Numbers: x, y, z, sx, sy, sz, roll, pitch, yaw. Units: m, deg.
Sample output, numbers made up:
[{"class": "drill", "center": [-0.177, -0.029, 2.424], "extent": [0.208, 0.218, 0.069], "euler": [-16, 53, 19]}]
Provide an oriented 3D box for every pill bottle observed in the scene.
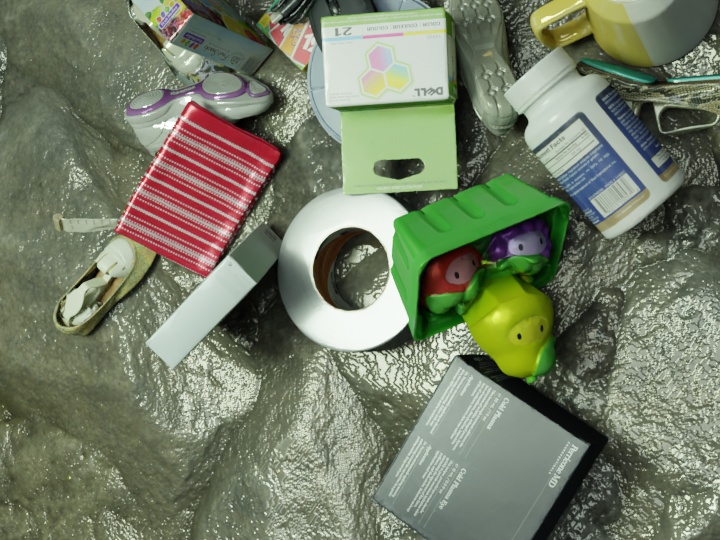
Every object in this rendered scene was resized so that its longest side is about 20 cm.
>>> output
[{"class": "pill bottle", "center": [0.252, -0.143, 1.270], "extent": [0.111, 0.111, 0.200], "euler": [-40, 89, 16]}]

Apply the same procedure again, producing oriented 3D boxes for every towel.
[{"class": "towel", "center": [-0.207, -0.102, 1.490], "extent": [0.144, 0.022, 0.201], "euler": [29, 99, -20]}]

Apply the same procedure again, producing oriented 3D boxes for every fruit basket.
[{"class": "fruit basket", "center": [0.150, 0.016, 1.278], "extent": [0.214, 0.156, 0.216], "euler": [1, 48, -1]}]

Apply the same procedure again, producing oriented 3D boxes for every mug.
[{"class": "mug", "center": [0.296, -0.298, 1.264], "extent": [0.149, 0.153, 0.187], "euler": [40, 102, 20]}]

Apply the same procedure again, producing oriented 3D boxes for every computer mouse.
[{"class": "computer mouse", "center": [-0.021, -0.292, 1.415], "extent": [0.138, 0.053, 0.201], "euler": [-37, 76, 16]}]

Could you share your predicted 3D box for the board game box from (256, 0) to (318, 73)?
[{"class": "board game box", "center": [-0.038, -0.361, 1.482], "extent": [0.096, 0.030, 0.200], "euler": [46, 102, 18]}]

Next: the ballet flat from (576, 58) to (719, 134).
[{"class": "ballet flat", "center": [0.334, -0.191, 1.293], "extent": [0.199, 0.068, 0.076], "euler": [10, 106, 21]}]

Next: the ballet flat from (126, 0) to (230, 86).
[{"class": "ballet flat", "center": [-0.252, -0.310, 1.547], "extent": [0.072, 0.072, 0.200], "euler": [-45, 71, 14]}]

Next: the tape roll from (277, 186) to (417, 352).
[{"class": "tape roll", "center": [0.000, 0.000, 1.419], "extent": [0.199, 0.066, 0.202], "euler": [-2, 85, 23]}]

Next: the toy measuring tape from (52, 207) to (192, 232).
[{"class": "toy measuring tape", "center": [-0.303, -0.084, 1.532], "extent": [0.199, 0.074, 0.074], "euler": [-1, 85, -6]}]

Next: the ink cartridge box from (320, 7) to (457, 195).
[{"class": "ink cartridge box", "center": [0.037, -0.192, 1.336], "extent": [0.147, 0.076, 0.201], "euler": [-3, 92, 11]}]

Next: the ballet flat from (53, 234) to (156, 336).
[{"class": "ballet flat", "center": [-0.347, 0.011, 1.567], "extent": [0.071, 0.071, 0.200], "euler": [46, 104, 19]}]

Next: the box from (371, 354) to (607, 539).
[{"class": "box", "center": [0.147, 0.227, 1.319], "extent": [0.182, 0.104, 0.201], "euler": [34, 100, 23]}]

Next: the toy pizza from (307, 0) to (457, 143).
[{"class": "toy pizza", "center": [0.028, -0.244, 1.440], "extent": [0.199, 0.032, 0.202], "euler": [-1, 88, 22]}]

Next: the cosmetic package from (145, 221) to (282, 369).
[{"class": "cosmetic package", "center": [-0.172, 0.026, 1.419], "extent": [0.151, 0.200, 0.052], "euler": [-43, 95, 15]}]

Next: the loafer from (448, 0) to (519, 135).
[{"class": "loafer", "center": [0.144, -0.253, 1.373], "extent": [0.069, 0.070, 0.201], "euler": [-7, 65, -4]}]

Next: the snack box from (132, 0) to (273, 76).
[{"class": "snack box", "center": [-0.213, -0.327, 1.459], "extent": [0.053, 0.200, 0.142], "euler": [-48, 71, 14]}]

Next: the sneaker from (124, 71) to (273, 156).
[{"class": "sneaker", "center": [-0.204, -0.201, 1.523], "extent": [0.199, 0.100, 0.075], "euler": [-8, 39, 14]}]
